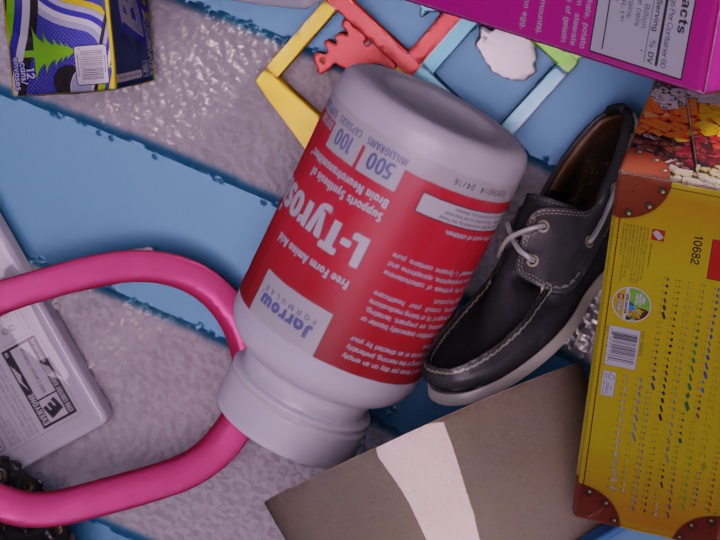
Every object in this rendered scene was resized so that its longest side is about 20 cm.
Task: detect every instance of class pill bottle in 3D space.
[{"bbox_3d":[0.000,0.000,1.146,0.112,0.112,0.201,26,105,1],"label":"pill bottle"}]

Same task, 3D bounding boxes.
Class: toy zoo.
[{"bbox_3d":[0.033,-0.114,1.189,0.131,0.020,0.200,42,100,-3],"label":"toy zoo"}]

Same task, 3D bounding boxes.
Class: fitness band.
[{"bbox_3d":[-0.150,0.065,1.199,0.199,0.037,0.145,-14,89,-14],"label":"fitness band"}]

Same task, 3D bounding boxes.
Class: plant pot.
[{"bbox_3d":[0.071,0.178,1.127,0.186,0.187,0.201,-24,83,8],"label":"plant pot"}]

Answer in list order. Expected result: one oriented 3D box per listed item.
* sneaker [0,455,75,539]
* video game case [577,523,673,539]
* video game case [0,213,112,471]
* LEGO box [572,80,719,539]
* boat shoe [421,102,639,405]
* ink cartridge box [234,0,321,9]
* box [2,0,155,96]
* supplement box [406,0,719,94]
[{"bbox_3d":[-0.189,0.203,1.234,0.072,0.072,0.201,-15,102,45],"label":"sneaker"},{"bbox_3d":[0.194,0.205,1.099,0.143,0.018,0.201,-25,98,-29],"label":"video game case"},{"bbox_3d":[-0.270,0.041,1.241,0.181,0.023,0.201,-28,96,9],"label":"video game case"},{"bbox_3d":[0.165,0.009,1.046,0.077,0.149,0.201,12,123,13],"label":"LEGO box"},{"bbox_3d":[0.095,-0.008,1.135,0.200,0.072,0.068,-46,121,-24],"label":"boat shoe"},{"bbox_3d":[-0.108,-0.237,1.043,0.199,0.041,0.201,10,117,26],"label":"ink cartridge box"},{"bbox_3d":[-0.161,-0.199,1.165,0.064,0.070,0.202,-2,99,14],"label":"box"},{"bbox_3d":[0.118,-0.161,1.019,0.199,0.101,0.104,24,115,36],"label":"supplement box"}]
